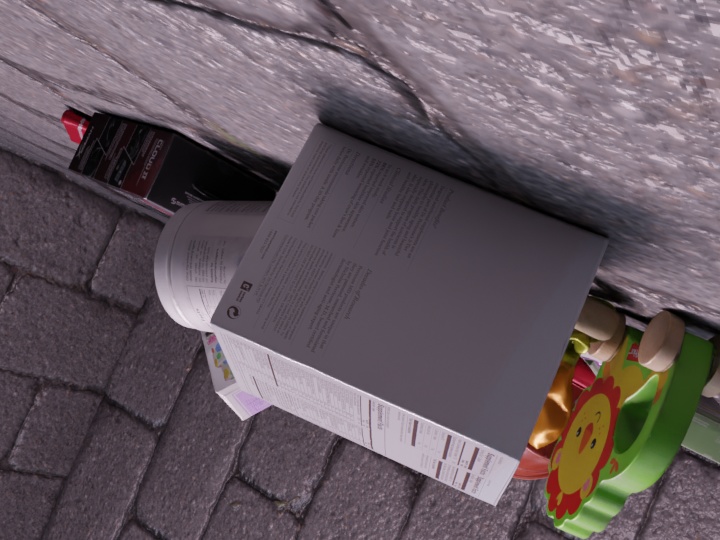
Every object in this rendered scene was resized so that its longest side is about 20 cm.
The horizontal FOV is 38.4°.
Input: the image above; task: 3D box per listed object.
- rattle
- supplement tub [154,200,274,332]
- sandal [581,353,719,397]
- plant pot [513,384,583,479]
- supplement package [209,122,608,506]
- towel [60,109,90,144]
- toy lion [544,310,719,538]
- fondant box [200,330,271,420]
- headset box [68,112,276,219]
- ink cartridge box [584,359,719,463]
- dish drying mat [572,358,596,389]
[{"bbox_3d":[0.114,0.051,0.827,0.130,0.143,0.200,42,-168,29],"label":"rattle"},{"bbox_3d":[-0.081,-0.001,0.980,0.199,0.133,0.132,4,166,33],"label":"supplement tub"},{"bbox_3d":[0.262,0.087,1.023,0.202,0.050,0.082,24,176,8],"label":"sandal"},{"bbox_3d":[0.235,0.167,1.317,0.200,0.202,0.195,23,170,1],"label":"plant pot"},{"bbox_3d":[0.032,0.034,0.680,0.199,0.152,0.151,23,160,11],"label":"supplement package"},{"bbox_3d":[-0.283,-0.149,1.317,0.199,0.023,0.145,23,174,-10],"label":"towel"},{"bbox_3d":[0.215,0.133,0.862,0.068,0.193,0.200,23,176,-4],"label":"toy lion"},{"bbox_3d":[-0.095,0.041,1.089,0.058,0.144,0.200,58,-175,-41],"label":"fondant box"},{"bbox_3d":[-0.201,-0.097,1.124,0.148,0.078,0.199,28,176,-43],"label":"headset box"},{"bbox_3d":[0.318,0.119,1.154,0.145,0.048,0.200,25,-160,-22],"label":"ink cartridge box"},{"bbox_3d":[0.202,0.083,1.202,0.199,0.018,0.077,28,-149,7],"label":"dish drying mat"}]
